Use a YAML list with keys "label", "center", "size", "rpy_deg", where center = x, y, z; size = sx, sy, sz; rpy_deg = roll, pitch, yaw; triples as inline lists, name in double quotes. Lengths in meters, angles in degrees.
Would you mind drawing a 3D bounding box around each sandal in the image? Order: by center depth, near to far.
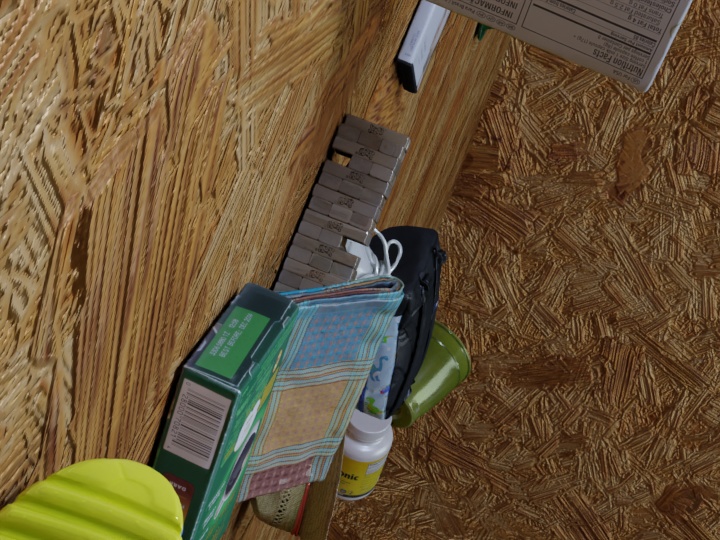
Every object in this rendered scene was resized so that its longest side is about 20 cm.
- label: "sandal"
  center: [-0.140, 0.165, 0.566]
  size: [0.201, 0.079, 0.087]
  rpy_deg: [-56, 174, -25]

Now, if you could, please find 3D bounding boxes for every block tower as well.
- label: "block tower"
  center: [-0.023, -0.020, 1.096]
  size: [0.054, 0.057, 0.201]
  rpy_deg: [17, 94, -85]

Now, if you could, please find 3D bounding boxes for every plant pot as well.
- label: "plant pot"
  center: [0.108, 0.233, 3.055]
  size: [0.193, 0.200, 0.201]
  rpy_deg: [-49, 165, -36]

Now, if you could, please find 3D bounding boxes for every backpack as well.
- label: "backpack"
  center: [0.021, 0.070, 1.595]
  size: [0.163, 0.153, 0.201]
  rpy_deg: [-64, 153, -56]

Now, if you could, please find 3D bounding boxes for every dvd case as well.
- label: "dvd case"
  center: [0.082, -0.272, 1.317]
  size: [0.143, 0.017, 0.201]
  rpy_deg: [35, 77, -84]

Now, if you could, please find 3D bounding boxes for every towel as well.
- label: "towel"
  center: [-0.051, 0.095, 1.050]
  size: [0.146, 0.022, 0.201]
  rpy_deg: [-9, 131, -39]

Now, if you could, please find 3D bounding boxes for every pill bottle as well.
- label: "pill bottle"
  center: [-0.004, 0.309, 2.481]
  size: [0.201, 0.111, 0.112]
  rpy_deg: [107, 7, -47]

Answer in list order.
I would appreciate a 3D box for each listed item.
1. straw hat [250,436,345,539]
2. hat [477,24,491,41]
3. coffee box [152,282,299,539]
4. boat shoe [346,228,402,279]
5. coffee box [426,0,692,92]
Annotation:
- label: "straw hat"
  center: [-0.074, 0.235, 1.518]
  size: [0.201, 0.084, 0.203]
  rpy_deg: [-166, -90, -86]
- label: "hat"
  center: [0.285, -0.396, 2.043]
  size: [0.166, 0.175, 0.201]
  rpy_deg: [-61, 172, -52]
- label: "coffee box"
  center: [-0.102, 0.121, 0.922]
  size: [0.123, 0.044, 0.201]
  rpy_deg: [-58, 169, -60]
- label: "boat shoe"
  center: [-0.002, 0.004, 1.245]
  size: [0.202, 0.086, 0.075]
  rpy_deg: [105, 9, -60]
- label: "coffee box"
  center: [0.137, -0.269, 0.853]
  size: [0.198, 0.199, 0.200]
  rpy_deg: [108, 7, -45]
